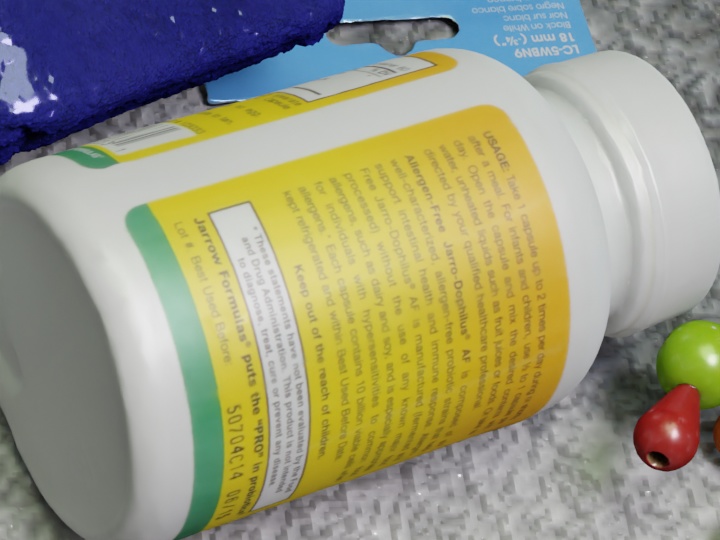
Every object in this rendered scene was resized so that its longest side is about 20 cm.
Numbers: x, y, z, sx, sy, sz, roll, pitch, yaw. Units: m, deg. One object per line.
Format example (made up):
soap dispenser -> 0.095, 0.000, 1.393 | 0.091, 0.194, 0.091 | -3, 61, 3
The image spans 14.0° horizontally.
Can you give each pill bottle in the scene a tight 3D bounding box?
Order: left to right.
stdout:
pill bottle -> 0.000, 0.000, 0.845 | 0.200, 0.113, 0.113 | -18, 61, -26

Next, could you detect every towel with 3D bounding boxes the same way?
towel -> -0.106, -0.135, 0.884 | 0.148, 0.050, 0.200 | -23, 81, -36

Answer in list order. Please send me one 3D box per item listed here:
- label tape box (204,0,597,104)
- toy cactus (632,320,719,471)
label tape box -> -0.002, -0.157, 0.992 | 0.144, 0.063, 0.200 | -6, 56, -19
toy cactus -> 0.186, 0.032, 0.895 | 0.199, 0.102, 0.165 | 10, 42, 3
